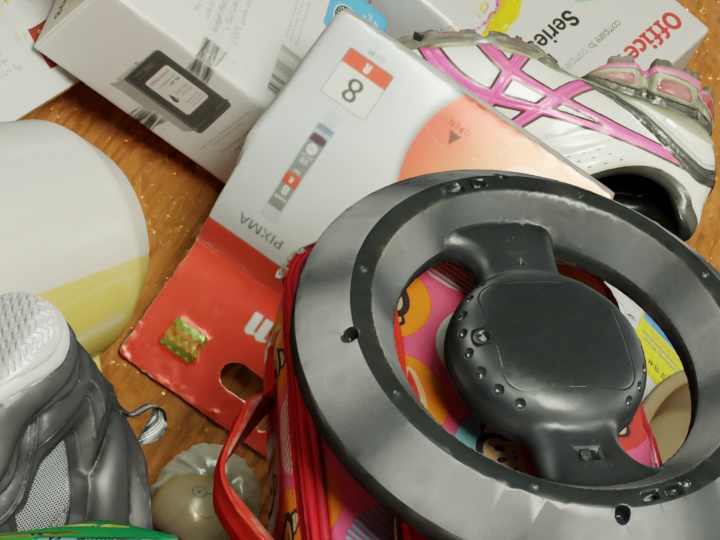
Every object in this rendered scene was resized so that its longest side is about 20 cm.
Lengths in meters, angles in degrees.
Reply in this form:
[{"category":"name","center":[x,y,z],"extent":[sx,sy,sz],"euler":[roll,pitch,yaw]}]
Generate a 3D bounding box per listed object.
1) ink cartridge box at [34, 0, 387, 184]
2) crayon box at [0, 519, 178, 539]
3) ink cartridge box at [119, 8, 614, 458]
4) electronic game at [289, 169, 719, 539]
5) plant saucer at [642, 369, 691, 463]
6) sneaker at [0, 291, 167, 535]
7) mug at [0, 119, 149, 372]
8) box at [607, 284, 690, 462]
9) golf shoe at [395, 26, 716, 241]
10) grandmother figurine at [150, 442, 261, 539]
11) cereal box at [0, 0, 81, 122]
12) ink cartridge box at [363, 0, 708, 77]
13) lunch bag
[{"category":"ink cartridge box","center":[-0.089,-0.135,1.072],"extent":[0.200,0.067,0.116],"euler":[36,46,-23]},{"category":"crayon box","center":[-0.132,0.199,0.767],"extent":[0.119,0.058,0.201],"euler":[-1,94,-43]},{"category":"ink cartridge box","center":[0.000,0.000,0.993],"extent":[0.162,0.050,0.200],"euler":[35,85,3]},{"category":"electronic game","center":[0.070,0.036,0.793],"extent":[0.199,0.042,0.200],"euler":[9,46,-10]},{"category":"plant saucer","center":[0.183,0.146,1.006],"extent":[0.200,0.029,0.201],"euler":[24,54,-38]},{"category":"sneaker","center":[-0.152,0.117,0.829],"extent":[0.114,0.075,0.200],"euler":[41,75,-37]},{"category":"mug","center":[-0.180,0.016,0.940],"extent":[0.149,0.187,0.153],"euler":[23,30,37]},{"category":"box","center":[0.123,0.085,1.029],"extent":[0.117,0.048,0.200],"euler":[45,42,-20]},{"category":"golf shoe","center":[0.083,-0.066,1.043],"extent":[0.199,0.073,0.092],"euler":[7,60,-3]},{"category":"grandmother figurine","center":[-0.106,0.153,0.899],"extent":[0.121,0.060,0.200],"euler":[50,50,-15]},{"category":"cereal box","center":[-0.222,-0.161,1.029],"extent":[0.144,0.039,0.200],"euler":[-42,105,-46]},{"category":"ink cartridge box","center":[0.076,-0.145,1.180],"extent":[0.200,0.084,0.145],"euler":[42,50,8]},{"category":"lunch bag","center":[0.028,0.082,0.825],"extent":[0.175,0.082,0.201],"euler":[5,51,-16]}]
